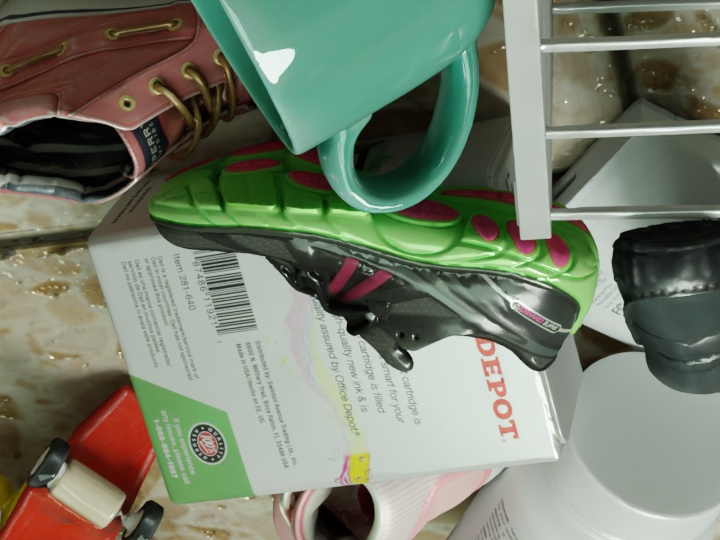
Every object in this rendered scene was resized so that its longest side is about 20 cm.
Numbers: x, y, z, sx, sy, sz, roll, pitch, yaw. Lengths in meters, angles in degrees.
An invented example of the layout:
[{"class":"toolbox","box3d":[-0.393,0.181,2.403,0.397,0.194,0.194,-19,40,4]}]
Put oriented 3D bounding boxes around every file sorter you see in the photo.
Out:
[{"class":"file sorter","box3d":[0.118,-0.132,0.907,0.124,0.139,0.200,-2,138,6]}]

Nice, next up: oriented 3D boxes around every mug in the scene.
[{"class":"mug","box3d":[-0.011,-0.131,0.918,0.114,0.152,0.185,-31,148,-3]}]

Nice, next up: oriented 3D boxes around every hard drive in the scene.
[{"class":"hard drive","box3d":[0.182,0.002,1.130,0.200,0.027,0.132,24,136,-18]}]

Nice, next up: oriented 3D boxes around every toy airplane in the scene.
[{"class":"toy airplane","box3d":[-0.187,0.167,1.283,0.199,0.141,0.200,-10,104,0]}]

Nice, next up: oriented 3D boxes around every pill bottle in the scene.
[{"class":"pill bottle","box3d":[0.117,0.134,1.210,0.113,0.114,0.200,15,144,-9]}]

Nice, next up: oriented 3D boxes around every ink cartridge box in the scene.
[{"class":"ink cartridge box","box3d":[-0.008,0.020,1.099,0.200,0.084,0.145,-9,112,18]}]

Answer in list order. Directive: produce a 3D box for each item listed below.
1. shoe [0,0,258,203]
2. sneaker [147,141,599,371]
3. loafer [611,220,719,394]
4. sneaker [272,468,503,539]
[{"class":"shoe","box3d":[-0.077,-0.078,1.027,0.200,0.091,0.072,-2,138,11]},{"class":"sneaker","box3d":[0.000,0.000,0.998,0.200,0.077,0.084,14,116,12]},{"class":"loafer","box3d":[0.150,0.018,1.014,0.068,0.071,0.201,-3,173,14]},{"class":"sneaker","box3d":[-0.015,0.122,1.209,0.075,0.105,0.200,59,143,2]}]
